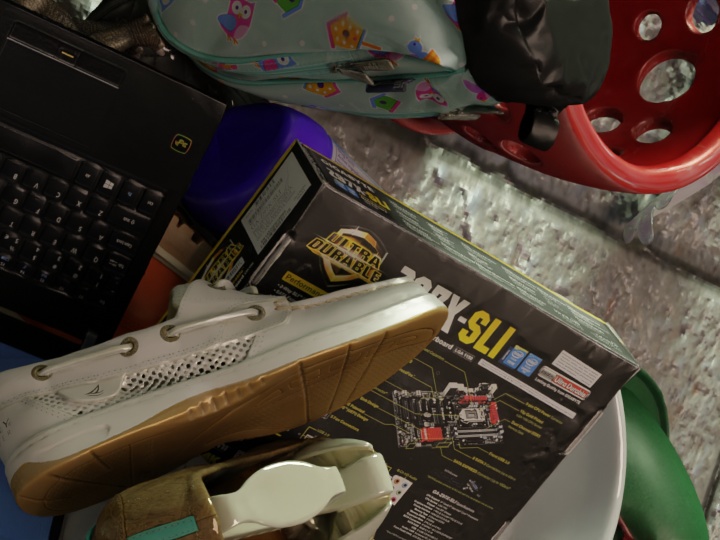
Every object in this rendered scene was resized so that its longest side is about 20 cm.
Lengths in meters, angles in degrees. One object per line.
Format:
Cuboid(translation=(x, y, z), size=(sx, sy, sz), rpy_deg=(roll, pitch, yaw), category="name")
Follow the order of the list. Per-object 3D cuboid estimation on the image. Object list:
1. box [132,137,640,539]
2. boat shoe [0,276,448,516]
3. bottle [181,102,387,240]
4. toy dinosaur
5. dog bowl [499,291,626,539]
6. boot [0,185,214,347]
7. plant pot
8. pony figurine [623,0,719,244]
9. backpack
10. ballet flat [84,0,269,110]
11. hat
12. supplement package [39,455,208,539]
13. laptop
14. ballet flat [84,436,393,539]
Cuboid(translation=(0.006, 0.054, 0.955), size=(0.200, 0.049, 0.160), rpy_deg=(29, 106, -30), category="box")
Cuboid(translation=(-0.060, 0.033, 0.853), size=(0.200, 0.069, 0.071), rpy_deg=(-19, 154, -23), category="boat shoe")
Cuboid(translation=(0.000, 0.000, 1.002), size=(0.200, 0.083, 0.065), rpy_deg=(43, 68, -34), category="bottle")
Cuboid(translation=(-0.154, -0.107, 0.903), size=(0.102, 0.077, 0.200), rpy_deg=(-34, 119, -12), category="toy dinosaur")
Cuboid(translation=(0.063, 0.107, 1.161), size=(0.200, 0.079, 0.201), rpy_deg=(-2, 93, -49), category="dog bowl")
Cuboid(translation=(-0.083, 0.043, 0.988), size=(0.107, 0.075, 0.200), rpy_deg=(-48, 120, 1), category="boot")
Cuboid(translation=(0.097, -0.152, 1.065), size=(0.200, 0.182, 0.201), rpy_deg=(-18, 116, -42), category="plant pot")
Cuboid(translation=(0.261, -0.100, 1.289), size=(0.193, 0.166, 0.201), rpy_deg=(-21, 101, -48), category="pony figurine")
Cuboid(translation=(0.005, -0.144, 0.917), size=(0.127, 0.200, 0.167), rpy_deg=(21, 72, -57), category="backpack")
Cuboid(translation=(-0.073, -0.068, 1.028), size=(0.057, 0.067, 0.200), rpy_deg=(-27, 129, 11), category="ballet flat")
Cuboid(translation=(0.204, 0.172, 1.274), size=(0.165, 0.176, 0.201), rpy_deg=(-8, 108, -43), category="hat")
Cuboid(translation=(-0.132, 0.178, 0.907), size=(0.121, 0.200, 0.120), rpy_deg=(51, 29, -41), category="supplement package")
Cuboid(translation=(-0.170, -0.006, 0.852), size=(0.177, 0.103, 0.200), rpy_deg=(24, 103, -19), category="laptop")
Cuboid(translation=(-0.031, 0.097, 0.842), size=(0.200, 0.072, 0.068), rpy_deg=(1, 65, -61), category="ballet flat")
